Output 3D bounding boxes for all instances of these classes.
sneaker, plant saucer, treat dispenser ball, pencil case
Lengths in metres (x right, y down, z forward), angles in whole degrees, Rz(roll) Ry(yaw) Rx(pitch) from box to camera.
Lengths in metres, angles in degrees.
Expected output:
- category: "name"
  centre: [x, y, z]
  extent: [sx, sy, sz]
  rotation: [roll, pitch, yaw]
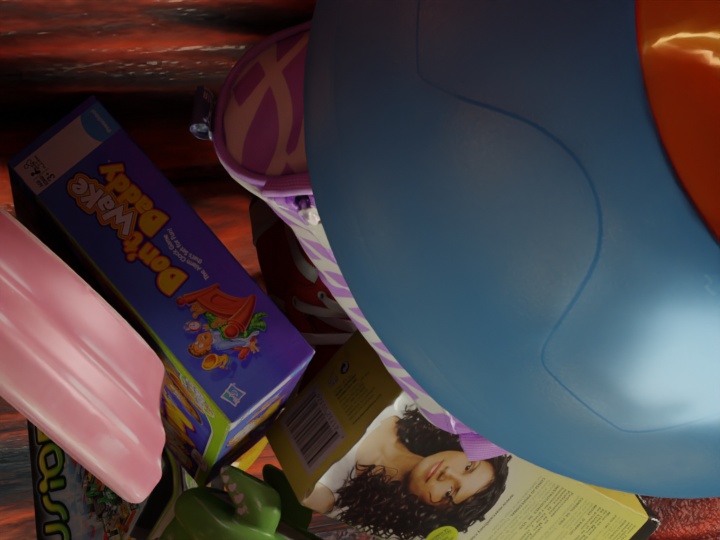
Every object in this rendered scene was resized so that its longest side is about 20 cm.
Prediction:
- category: "sneaker"
  centre: [0.000, 0.000, 0.855]
  extent: [0.071, 0.113, 0.200]
  rotation: [-4, 167, -16]
- category: "plant saucer"
  centre: [-0.146, 0.008, 0.739]
  extent: [0.051, 0.200, 0.201]
  rotation: [-50, 173, -10]
- category: "treat dispenser ball"
  centre: [0.084, -0.043, 0.502]
  extent: [0.199, 0.202, 0.201]
  rotation: [-7, 168, -1]
- category: "pencil case"
  centre: [0.019, -0.012, 0.735]
  extent: [0.083, 0.086, 0.200]
  rotation: [-17, 142, 20]

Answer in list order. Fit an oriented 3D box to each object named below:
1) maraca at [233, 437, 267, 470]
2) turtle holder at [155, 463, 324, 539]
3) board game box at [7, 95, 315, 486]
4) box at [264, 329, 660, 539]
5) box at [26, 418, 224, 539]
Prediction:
- category: "maraca"
  centre: [-0.115, 0.081, 1.174]
  extent: [0.136, 0.108, 0.200]
  rotation: [-16, 168, 1]
- category: "turtle holder"
  centre: [-0.021, 0.181, 0.875]
  extent: [0.185, 0.132, 0.141]
  rotation: [30, 179, -9]
- category: "board game box"
  centre: [-0.089, 0.017, 0.833]
  extent: [0.045, 0.135, 0.200]
  rotation: [-40, 174, -14]
- category: "box"
  centre: [0.052, 0.098, 0.898]
  extent: [0.199, 0.050, 0.075]
  rotation: [28, 109, -42]
- category: "box"
  centre: [-0.123, 0.094, 1.006]
  extent: [0.110, 0.202, 0.035]
  rotation: [-16, 165, 35]
